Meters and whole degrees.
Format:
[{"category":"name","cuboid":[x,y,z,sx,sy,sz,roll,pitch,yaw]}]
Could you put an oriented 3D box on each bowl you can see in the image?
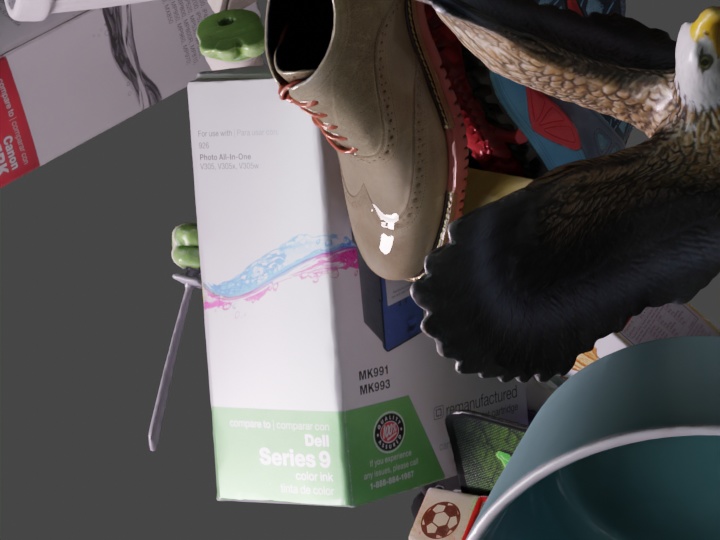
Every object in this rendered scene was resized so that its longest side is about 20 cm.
[{"category":"bowl","cuboid":[0.137,0.105,1.205,0.105,0.200,0.201,-85,-11,-51]}]

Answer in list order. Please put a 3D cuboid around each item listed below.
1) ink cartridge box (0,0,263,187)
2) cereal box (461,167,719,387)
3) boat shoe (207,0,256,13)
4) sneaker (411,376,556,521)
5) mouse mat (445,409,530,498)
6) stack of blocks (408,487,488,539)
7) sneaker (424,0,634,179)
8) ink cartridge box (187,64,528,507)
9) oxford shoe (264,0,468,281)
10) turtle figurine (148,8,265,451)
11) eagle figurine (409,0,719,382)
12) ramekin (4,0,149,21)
[{"category":"ink cartridge box","cuboid":[-0.174,-0.140,1.631,0.147,0.200,0.083,40,152,46]},{"category":"cereal box","cuboid":[0.107,0.027,1.293,0.200,0.040,0.144,40,169,-24]},{"category":"boat shoe","cuboid":[-0.059,-0.190,1.486,0.063,0.073,0.200,56,163,7]},{"category":"sneaker","cuboid":[0.081,0.110,1.458,0.070,0.100,0.200,44,176,-35]},{"category":"mouse mat","cuboid":[0.123,0.130,1.373,0.161,0.008,0.200,15,151,17]},{"category":"stack of blocks","cuboid":[0.108,0.185,1.412,0.115,0.059,0.200,5,149,31]},{"category":"sneaker","cuboid":[0.064,-0.117,1.249,0.079,0.096,0.200,24,151,43]},{"category":"ink cartridge box","cuboid":[0.000,0.000,1.379,0.087,0.145,0.200,-2,96,39]},{"category":"oxford shoe","cuboid":[-0.007,-0.077,1.194,0.070,0.075,0.200,23,132,46]},{"category":"turtle figurine","cuboid":[-0.019,-0.031,1.491,0.144,0.200,0.194,5,122,25]},{"category":"eagle figurine","cuboid":[0.106,-0.053,1.089,0.152,0.200,0.151,-104,5,-60]},{"category":"ramekin","cuboid":[-0.131,-0.226,1.493,0.202,0.094,0.203,-179,90,-77]}]
